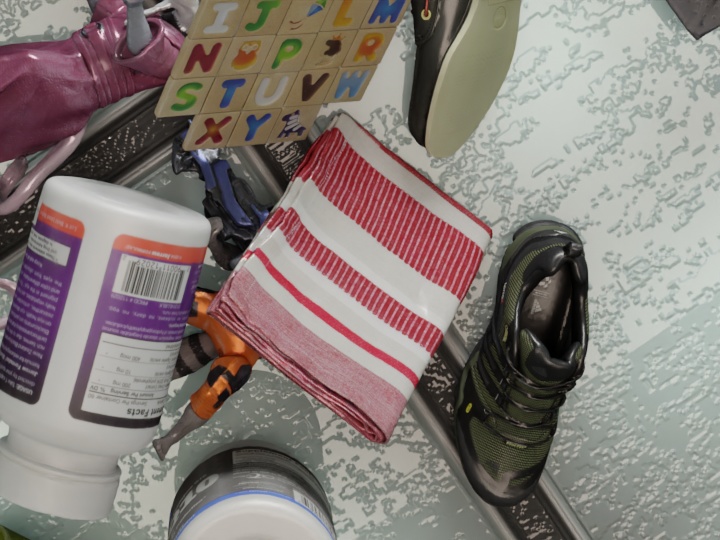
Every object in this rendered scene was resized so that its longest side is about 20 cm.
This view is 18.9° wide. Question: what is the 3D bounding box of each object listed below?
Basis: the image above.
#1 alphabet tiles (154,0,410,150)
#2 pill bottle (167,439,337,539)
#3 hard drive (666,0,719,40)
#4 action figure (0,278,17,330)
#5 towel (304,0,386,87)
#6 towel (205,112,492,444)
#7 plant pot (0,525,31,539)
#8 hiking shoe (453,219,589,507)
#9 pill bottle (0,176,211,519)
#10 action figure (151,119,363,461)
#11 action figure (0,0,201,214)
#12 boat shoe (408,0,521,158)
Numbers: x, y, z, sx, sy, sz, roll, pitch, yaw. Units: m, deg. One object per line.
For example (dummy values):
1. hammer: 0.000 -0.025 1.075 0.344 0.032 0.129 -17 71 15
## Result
1. alphabet tiles: -0.041 -0.154 1.393 0.165 0.006 0.201 -7 140 -36
2. pill bottle: -0.072 0.180 1.425 0.113 0.200 0.115 -1 99 -4
3. hard drive: 0.225 -0.272 1.451 0.134 0.042 0.201 -31 99 2
4. action figure: -0.309 -0.057 1.383 0.148 0.134 0.202 5 101 33
5. towel: -0.066 -0.232 1.427 0.200 0.037 0.148 41 114 -6
6. towel: 0.000 0.000 1.425 0.144 0.023 0.201 38 51 -9
7. plant pot: -0.186 0.292 1.463 0.199 0.187 0.188 22 97 -21
8. hiking shoe: 0.110 0.068 1.468 0.075 0.101 0.202 9 98 -4
9. pill bottle: -0.172 0.050 1.375 0.111 0.111 0.202 16 97 -6
10. action figure: -0.090 0.007 1.469 0.192 0.105 0.201 -28 74 -6
11. action figure: -0.168 -0.126 1.396 0.199 0.134 0.150 -19 113 -6
12. boat shoe: 0.068 -0.176 1.450 0.063 0.073 0.203 26 112 32
